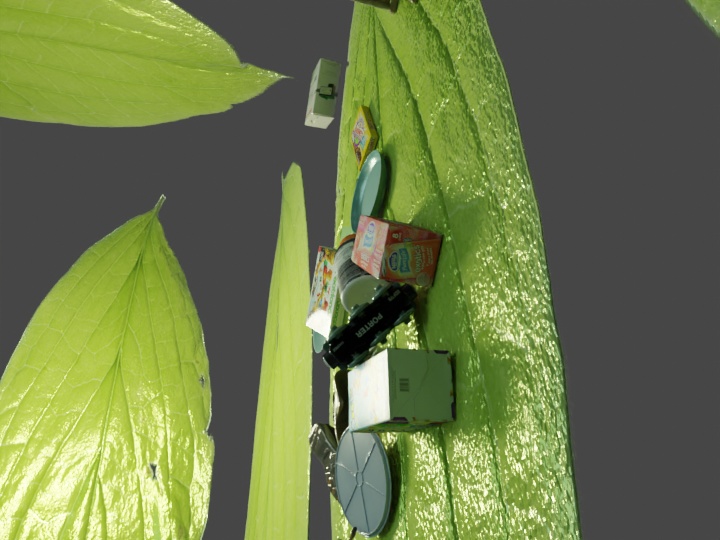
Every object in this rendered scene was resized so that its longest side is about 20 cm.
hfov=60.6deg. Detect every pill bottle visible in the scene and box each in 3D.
[{"bbox_3d":[0.000,0.000,1.297,0.200,0.106,0.107,-104,27,-56],"label":"pill bottle"}]

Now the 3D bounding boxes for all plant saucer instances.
[{"bbox_3d":[-0.086,0.124,1.664,0.201,0.038,0.202,-171,90,-74],"label":"plant saucer"},{"bbox_3d":[0.022,-0.182,1.454,0.200,0.027,0.201,-167,90,-73],"label":"plant saucer"}]

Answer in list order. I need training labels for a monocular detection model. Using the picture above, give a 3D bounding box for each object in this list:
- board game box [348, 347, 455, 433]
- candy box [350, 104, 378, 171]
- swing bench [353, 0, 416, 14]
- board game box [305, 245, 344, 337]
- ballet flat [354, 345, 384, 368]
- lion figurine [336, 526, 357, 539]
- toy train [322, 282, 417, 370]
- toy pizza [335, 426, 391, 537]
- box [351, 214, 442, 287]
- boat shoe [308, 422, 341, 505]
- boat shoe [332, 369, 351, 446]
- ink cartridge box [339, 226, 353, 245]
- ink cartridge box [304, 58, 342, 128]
[{"bbox_3d":[0.057,0.194,0.969,0.200,0.102,0.106,134,138,-64],"label":"board game box"},{"bbox_3d":[0.008,-0.350,1.622,0.200,0.026,0.103,-102,29,-53],"label":"candy box"},{"bbox_3d":[0.026,-0.700,1.434,0.200,0.198,0.131,-132,53,-70],"label":"swing bench"},{"bbox_3d":[-0.074,0.050,1.466,0.126,0.034,0.201,18,99,58],"label":"board game box"},{"bbox_3d":[0.027,0.186,1.197,0.067,0.068,0.200,-56,27,13],"label":"ballet flat"},{"bbox_3d":[-0.014,0.572,1.091,0.123,0.072,0.201,74,-157,-53],"label":"lion figurine"},{"bbox_3d":[0.016,0.097,1.078,0.200,0.085,0.114,-42,-6,-5],"label":"toy train"},{"bbox_3d":[0.010,0.378,1.125,0.200,0.032,0.202,-10,78,60],"label":"toy pizza"},{"bbox_3d":[0.059,-0.039,1.112,0.200,0.102,0.095,-143,63,-74],"label":"box"},{"bbox_3d":[-0.034,0.393,1.263,0.075,0.073,0.200,-57,46,28],"label":"boat shoe"},{"bbox_3d":[-0.022,0.304,1.286,0.065,0.073,0.201,96,173,-48],"label":"boat shoe"},{"bbox_3d":[-0.043,-0.012,1.509,0.145,0.048,0.201,5,88,59],"label":"ink cartridge box"},{"bbox_3d":[-0.132,-0.619,2.174,0.146,0.084,0.201,173,106,-75],"label":"ink cartridge box"}]
